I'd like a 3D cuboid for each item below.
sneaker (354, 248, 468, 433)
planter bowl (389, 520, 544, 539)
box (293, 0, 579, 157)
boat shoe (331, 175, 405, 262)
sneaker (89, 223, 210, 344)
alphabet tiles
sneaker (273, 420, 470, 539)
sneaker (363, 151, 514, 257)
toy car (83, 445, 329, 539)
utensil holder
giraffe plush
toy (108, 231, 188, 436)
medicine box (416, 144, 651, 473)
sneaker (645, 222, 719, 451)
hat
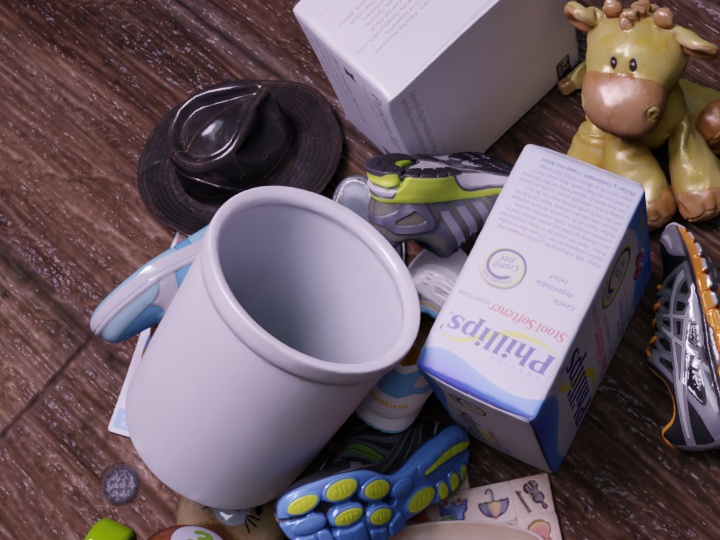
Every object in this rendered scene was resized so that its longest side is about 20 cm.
[{"bbox_3d":[0.057,0.041,1.073,0.076,0.081,0.200,24,46,1],"label":"sneaker"},{"bbox_3d":[0.050,0.281,0.962,0.199,0.200,0.136,-8,94,11],"label":"planter bowl"},{"bbox_3d":[0.074,-0.205,1.129,0.200,0.199,0.131,-43,65,-5],"label":"box"},{"bbox_3d":[0.000,0.000,1.145,0.072,0.062,0.201,-5,69,12],"label":"boat shoe"},{"bbox_3d":[-0.123,0.036,1.113,0.199,0.080,0.131,-32,86,-6],"label":"sneaker"},{"bbox_3d":[0.068,0.236,1.068,0.199,0.008,0.168,-13,67,9],"label":"alphabet tiles"},{"bbox_3d":[0.004,0.168,1.029,0.082,0.199,0.071,12,112,41],"label":"sneaker"},{"bbox_3d":[0.083,-0.054,1.106,0.074,0.199,0.081,39,123,51],"label":"sneaker"},{"bbox_3d":[-0.110,0.208,1.056,0.163,0.158,0.201,24,64,9],"label":"toy car"},{"bbox_3d":[-0.075,0.065,0.984,0.170,0.169,0.200,58,134,25],"label":"utensil holder"},{"bbox_3d":[0.237,-0.149,1.086,0.171,0.162,0.201,-8,68,11],"label":"giraffe plush"},{"bbox_3d":[-0.154,0.059,1.169,0.114,0.047,0.201,12,73,19],"label":"toy"},{"bbox_3d":[0.145,0.036,1.028,0.102,0.182,0.201,23,76,21],"label":"medicine box"},{"bbox_3d":[0.267,0.053,1.054,0.077,0.078,0.201,-21,58,26],"label":"sneaker"},{"bbox_3d":[-0.121,-0.127,1.194,0.199,0.081,0.202,-5,56,8],"label":"hat"}]
